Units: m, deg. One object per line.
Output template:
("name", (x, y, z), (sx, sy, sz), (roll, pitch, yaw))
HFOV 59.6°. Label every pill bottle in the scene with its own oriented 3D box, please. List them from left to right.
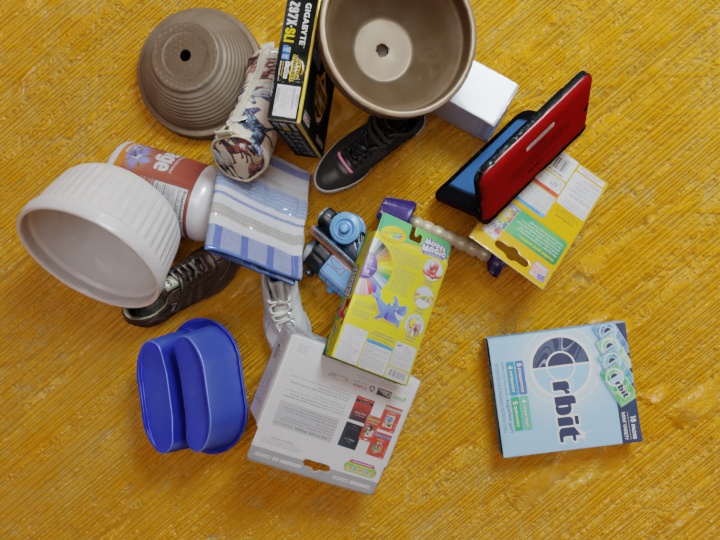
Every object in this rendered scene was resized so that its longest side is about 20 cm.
("pill bottle", (-0.263, -0.109, 0.922), (0.198, 0.112, 0.113), (17, 89, 3))

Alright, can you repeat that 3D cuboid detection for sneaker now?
("sneaker", (-0.263, 0.022, 0.934), (0.199, 0.076, 0.071), (-38, 86, 2))
("sneaker", (-0.118, 0.047, 0.919), (0.074, 0.087, 0.202), (-11, 88, 1))
("sneaker", (0.009, -0.187, 0.915), (0.199, 0.099, 0.071), (-35, 88, 3))

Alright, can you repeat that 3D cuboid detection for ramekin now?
("ramekin", (-0.341, -0.051, 0.849), (0.198, 0.201, 0.106), (16, 53, 4))

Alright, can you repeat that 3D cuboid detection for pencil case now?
("pencil case", (-0.143, -0.225, 0.874), (0.077, 0.090, 0.202), (7, 56, 9))

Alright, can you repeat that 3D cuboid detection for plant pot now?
("plant pot", (-0.246, -0.305, 0.939), (0.198, 0.093, 0.203), (0, 88, 2))
("plant pot", (0.039, -0.291, 0.802), (0.198, 0.093, 0.203), (-1, 93, -13))

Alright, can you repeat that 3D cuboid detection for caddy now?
("caddy", (-0.238, 0.171, 0.915), (0.140, 0.105, 0.202), (-9, 87, 25))

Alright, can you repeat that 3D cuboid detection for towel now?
("towel", (-0.136, -0.087, 0.878), (0.146, 0.024, 0.202), (23, 51, -28))

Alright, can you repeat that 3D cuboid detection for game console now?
("game console", (0.194, -0.174, 0.842), (0.200, 0.173, 0.119), (-44, 64, -7))

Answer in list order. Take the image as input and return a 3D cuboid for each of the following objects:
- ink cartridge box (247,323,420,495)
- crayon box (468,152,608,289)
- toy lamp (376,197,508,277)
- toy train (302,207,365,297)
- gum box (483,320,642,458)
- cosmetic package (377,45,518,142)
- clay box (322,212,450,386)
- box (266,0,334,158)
("ink cartridge box", (-0.045, 0.194, 0.879), (0.198, 0.084, 0.177), (23, 89, -17))
("crayon box", (0.246, -0.078, 0.892), (0.125, 0.052, 0.201), (36, 70, 4))
("toy lamp", (0.119, -0.053, 0.924), (0.198, 0.058, 0.059), (23, 89, 4))
("toy train", (0.000, 0.000, 0.917), (0.200, 0.087, 0.115), (41, 96, 4))
("gum box", (0.290, 0.170, 0.911), (0.198, 0.045, 0.172), (-8, 87, 4))
("cosmetic package", (0.120, -0.272, 0.912), (0.199, 0.102, 0.074), (32, 91, 6))
("clay box", (0.038, 0.037, 0.836), (0.114, 0.048, 0.202), (23, 79, -16))
("box", (-0.075, -0.257, 0.872), (0.049, 0.200, 0.162), (8, 87, 5))
